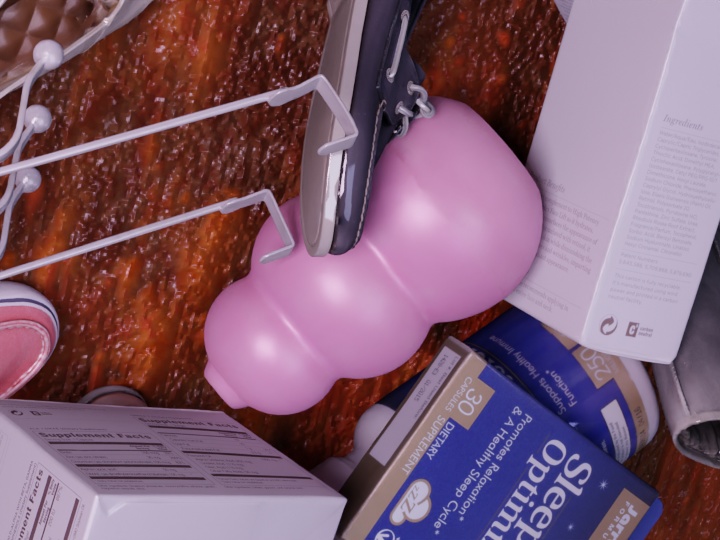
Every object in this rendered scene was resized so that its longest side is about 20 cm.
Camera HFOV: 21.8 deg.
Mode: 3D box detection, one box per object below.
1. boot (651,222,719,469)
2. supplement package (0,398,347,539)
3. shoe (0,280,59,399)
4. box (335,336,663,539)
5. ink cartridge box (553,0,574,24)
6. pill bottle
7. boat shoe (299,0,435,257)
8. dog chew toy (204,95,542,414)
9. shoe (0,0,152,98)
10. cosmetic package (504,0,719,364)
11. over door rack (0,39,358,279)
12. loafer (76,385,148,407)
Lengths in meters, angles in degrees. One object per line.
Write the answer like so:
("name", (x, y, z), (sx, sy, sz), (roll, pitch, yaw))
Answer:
("boot", (0.214, 0.023, 1.106), (0.182, 0.200, 0.073), (11, 135, -41))
("supplement package", (-0.123, 0.177, 0.917), (0.156, 0.111, 0.200), (7, 106, -44))
("shoe", (-0.220, 0.079, 0.889), (0.200, 0.091, 0.072), (-27, 127, -23))
("box", (0.086, 0.137, 1.034), (0.200, 0.032, 0.121), (37, 87, -33))
("ink cartridge box", (0.198, -0.201, 1.085), (0.200, 0.041, 0.200), (-44, 132, -9))
("pill bottle", (0.068, 0.106, 1.101), (0.200, 0.116, 0.116), (-34, 129, -18))
("boat shoe", (0.013, -0.099, 0.929), (0.063, 0.073, 0.200), (13, 72, -13))
("dog chew toy", (0.000, 0.000, 0.998), (0.200, 0.125, 0.125), (-41, 131, -1))
("shoe", (-0.137, -0.126, 0.868), (0.200, 0.053, 0.070), (-37, 130, -15))
("cosmetic package", (0.147, -0.062, 1.013), (0.074, 0.102, 0.200), (11, 102, -31))
("over door rack", (-0.117, -0.048, 0.857), (0.200, 0.067, 0.148), (-7, 162, -16))
("loafer", (-0.140, 0.163, 1.012), (0.072, 0.063, 0.200), (2, 112, -36))
